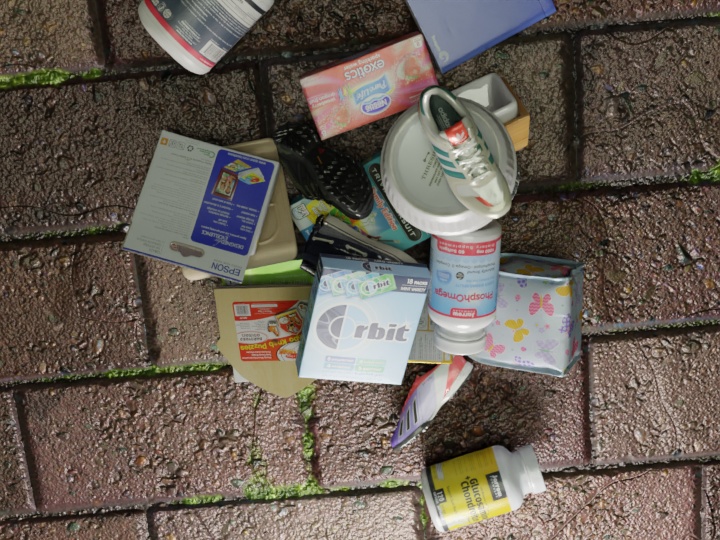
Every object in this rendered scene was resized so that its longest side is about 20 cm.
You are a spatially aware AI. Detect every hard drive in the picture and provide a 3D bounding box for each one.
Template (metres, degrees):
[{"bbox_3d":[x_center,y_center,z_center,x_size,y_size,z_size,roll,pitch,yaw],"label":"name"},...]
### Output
[{"bbox_3d":[0.183,-0.409,1.542,0.199,0.025,0.133,-28,104,3],"label":"hard drive"}]

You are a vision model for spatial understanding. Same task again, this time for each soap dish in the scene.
[{"bbox_3d":[0.154,-0.210,1.543,0.199,0.158,0.082,-25,121,6],"label":"soap dish"}]

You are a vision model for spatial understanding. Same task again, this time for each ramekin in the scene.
[{"bbox_3d":[0.122,-0.151,1.421,0.200,0.094,0.205,0,90,8],"label":"ramekin"}]

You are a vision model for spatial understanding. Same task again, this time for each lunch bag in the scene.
[{"bbox_3d":[0.254,0.063,1.628,0.198,0.127,0.171,6,107,25],"label":"lunch bag"}]

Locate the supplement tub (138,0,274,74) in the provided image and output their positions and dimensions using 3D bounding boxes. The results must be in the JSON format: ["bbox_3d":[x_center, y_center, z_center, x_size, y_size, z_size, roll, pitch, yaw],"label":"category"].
[{"bbox_3d":[-0.217,-0.405,1.488,0.200,0.140,0.140,-43,102,10],"label":"supplement tub"}]

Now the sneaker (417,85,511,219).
[{"bbox_3d":[0.132,-0.156,1.325,0.070,0.093,0.201,-29,86,7],"label":"sneaker"}]

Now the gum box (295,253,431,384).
[{"bbox_3d":[0.002,0.077,1.530,0.168,0.045,0.201,6,119,-15],"label":"gum box"}]

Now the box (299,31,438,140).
[{"bbox_3d":[0.015,-0.284,1.546,0.198,0.095,0.103,-19,105,5],"label":"box"}]

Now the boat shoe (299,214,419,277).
[{"bbox_3d":[0.000,0.000,1.549,0.199,0.075,0.093,27,60,7],"label":"boat shoe"}]

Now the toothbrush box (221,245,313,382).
[{"bbox_3d":[-0.143,0.071,1.650,0.144,0.086,0.202,-4,107,1],"label":"toothbrush box"}]

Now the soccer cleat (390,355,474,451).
[{"bbox_3d":[0.107,0.218,1.707,0.073,0.068,0.200,40,101,5],"label":"soccer cleat"}]

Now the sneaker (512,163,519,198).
[{"bbox_3d":[0.182,-0.104,1.601,0.077,0.086,0.201,33,112,-2],"label":"sneaker"}]

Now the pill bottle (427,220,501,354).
[{"bbox_3d":[0.158,0.021,1.543,0.108,0.109,0.202,0,110,0],"label":"pill bottle"}]

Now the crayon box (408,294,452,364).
[{"bbox_3d":[0.050,0.085,1.641,0.198,0.052,0.127,3,84,-9],"label":"crayon box"}]

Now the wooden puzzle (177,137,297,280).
[{"bbox_3d":[-0.204,-0.095,1.599,0.183,0.046,0.202,-11,78,-1],"label":"wooden puzzle"}]

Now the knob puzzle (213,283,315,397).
[{"bbox_3d":[-0.130,0.109,1.597,0.217,0.031,0.222,3,117,5],"label":"knob puzzle"}]

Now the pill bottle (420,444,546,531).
[{"bbox_3d":[0.210,0.365,1.718,0.198,0.112,0.113,-19,105,5],"label":"pill bottle"}]

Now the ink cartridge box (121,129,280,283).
[{"bbox_3d":[-0.244,-0.097,1.555,0.196,0.047,0.202,16,80,3],"label":"ink cartridge box"}]

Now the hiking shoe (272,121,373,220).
[{"bbox_3d":[-0.052,-0.139,1.526,0.076,0.101,0.200,-37,67,-19],"label":"hiking shoe"}]

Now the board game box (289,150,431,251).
[{"bbox_3d":[0.004,-0.086,1.598,0.199,0.047,0.152,-27,105,25],"label":"board game box"}]
